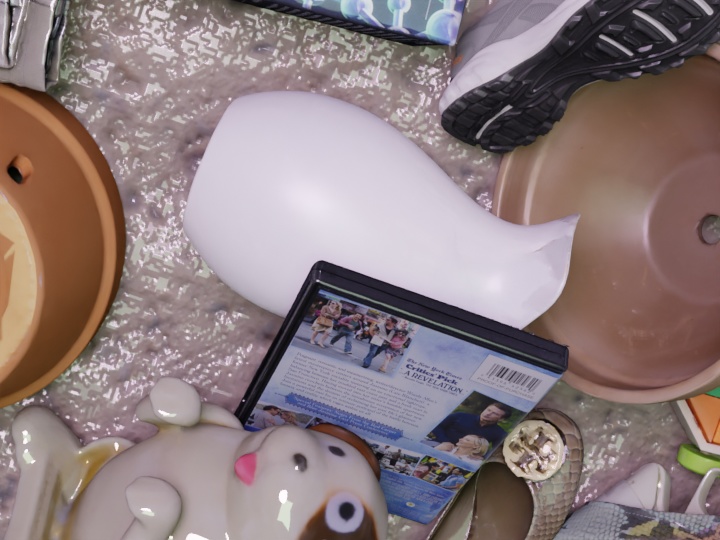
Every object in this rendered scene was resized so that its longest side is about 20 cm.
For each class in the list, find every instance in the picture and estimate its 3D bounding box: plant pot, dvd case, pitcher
[{"bbox_3d":[0.177,-0.026,0.748,0.092,0.200,0.203,6,102,-46],"label":"plant pot"},{"bbox_3d":[-0.230,-0.006,0.702,0.198,0.140,0.202,-1,101,-6],"label":"plant pot"},{"bbox_3d":[0.010,0.076,0.741,0.141,0.018,0.200,20,142,-9],"label":"dvd case"},{"bbox_3d":[0.000,0.000,0.743,0.198,0.122,0.173,24,125,0],"label":"pitcher"}]

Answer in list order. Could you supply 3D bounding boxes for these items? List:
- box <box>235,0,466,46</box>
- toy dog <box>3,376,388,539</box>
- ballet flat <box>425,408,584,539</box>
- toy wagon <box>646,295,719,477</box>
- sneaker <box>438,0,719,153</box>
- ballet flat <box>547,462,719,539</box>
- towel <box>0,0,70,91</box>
[{"bbox_3d":[-0.034,-0.214,0.702,0.198,0.107,0.150,12,98,-10],"label":"box"},{"bbox_3d":[-0.082,0.149,0.725,0.198,0.140,0.195,-16,124,21],"label":"toy dog"},{"bbox_3d":[0.065,0.169,0.806,0.067,0.046,0.201,41,99,30],"label":"ballet flat"},{"bbox_3d":[0.245,0.055,0.819,0.198,0.040,0.157,15,98,-9],"label":"toy wagon"},{"bbox_3d":[0.118,-0.137,0.704,0.074,0.199,0.080,26,56,-35],"label":"sneaker"},{"bbox_3d":[0.200,0.154,0.799,0.198,0.069,0.072,0,70,30],"label":"ballet flat"},{"bbox_3d":[-0.228,-0.206,0.683,0.198,0.035,0.195,14,100,16],"label":"towel"}]
